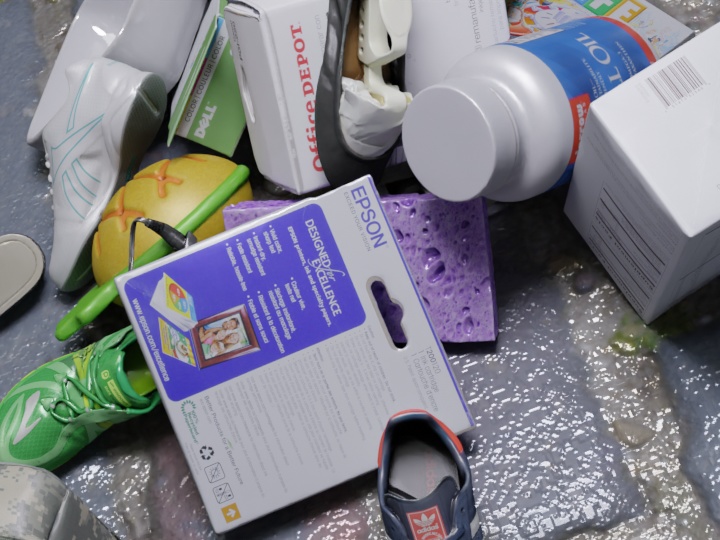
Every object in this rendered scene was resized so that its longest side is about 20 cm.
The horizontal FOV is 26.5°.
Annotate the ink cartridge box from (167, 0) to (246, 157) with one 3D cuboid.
[{"bbox_3d":[-0.111,-0.160,1.254,0.200,0.059,0.104,-105,39,-71],"label":"ink cartridge box"}]

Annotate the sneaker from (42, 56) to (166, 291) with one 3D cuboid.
[{"bbox_3d":[-0.223,-0.080,1.253,0.080,0.070,0.201,25,107,17],"label":"sneaker"}]

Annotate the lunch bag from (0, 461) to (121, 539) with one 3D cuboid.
[{"bbox_3d":[-0.236,0.236,0.978,0.139,0.200,0.168,-3,51,17],"label":"lunch bag"}]

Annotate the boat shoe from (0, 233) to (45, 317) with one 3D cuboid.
[{"bbox_3d":[-0.349,0.039,1.279,0.200,0.073,0.063,-36,7,-4],"label":"boat shoe"}]

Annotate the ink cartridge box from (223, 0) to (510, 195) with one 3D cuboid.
[{"bbox_3d":[0.011,-0.158,1.165,0.200,0.146,0.085,-18,22,-18],"label":"ink cartridge box"}]

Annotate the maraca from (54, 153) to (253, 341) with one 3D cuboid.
[{"bbox_3d":[-0.165,-0.016,1.212,0.200,0.137,0.107,-42,96,-5],"label":"maraca"}]

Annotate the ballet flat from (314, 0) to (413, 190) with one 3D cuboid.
[{"bbox_3d":[0.005,-0.143,1.078,0.068,0.200,0.068,-8,18,-27],"label":"ballet flat"}]

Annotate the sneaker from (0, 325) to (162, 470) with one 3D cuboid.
[{"bbox_3d":[-0.196,0.086,1.150,0.200,0.084,0.074,-34,92,-9],"label":"sneaker"}]

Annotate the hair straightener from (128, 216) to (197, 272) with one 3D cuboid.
[{"bbox_3d":[-0.100,0.039,1.121,0.200,0.041,0.077,44,65,-4],"label":"hair straightener"}]

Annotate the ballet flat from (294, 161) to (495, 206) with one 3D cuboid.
[{"bbox_3d":[0.042,-0.064,1.211,0.200,0.067,0.062,-17,59,6],"label":"ballet flat"}]

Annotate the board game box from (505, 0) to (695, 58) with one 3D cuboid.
[{"bbox_3d":[0.166,-0.198,1.293,0.134,0.034,0.200,-37,51,-12],"label":"board game box"}]

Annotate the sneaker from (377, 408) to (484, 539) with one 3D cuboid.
[{"bbox_3d":[0.048,0.181,0.985,0.075,0.085,0.200,-17,63,1],"label":"sneaker"}]

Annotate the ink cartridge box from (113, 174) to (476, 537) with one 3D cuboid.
[{"bbox_3d":[-0.046,0.060,1.087,0.200,0.043,0.198,-22,87,1],"label":"ink cartridge box"}]

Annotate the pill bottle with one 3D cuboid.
[{"bbox_3d":[0.124,-0.113,1.100,0.112,0.112,0.200,26,34,33],"label":"pill bottle"}]

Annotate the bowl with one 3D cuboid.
[{"bbox_3d":[-0.206,-0.199,1.354,0.200,0.075,0.200,-35,33,44],"label":"bowl"}]

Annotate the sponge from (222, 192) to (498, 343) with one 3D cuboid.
[{"bbox_3d":[0.000,0.000,1.146,0.200,0.112,0.030,-3,14,14],"label":"sponge"}]

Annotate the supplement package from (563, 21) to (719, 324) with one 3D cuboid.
[{"bbox_3d":[0.220,-0.060,1.042,0.114,0.200,0.110,-32,74,-8],"label":"supplement package"}]
